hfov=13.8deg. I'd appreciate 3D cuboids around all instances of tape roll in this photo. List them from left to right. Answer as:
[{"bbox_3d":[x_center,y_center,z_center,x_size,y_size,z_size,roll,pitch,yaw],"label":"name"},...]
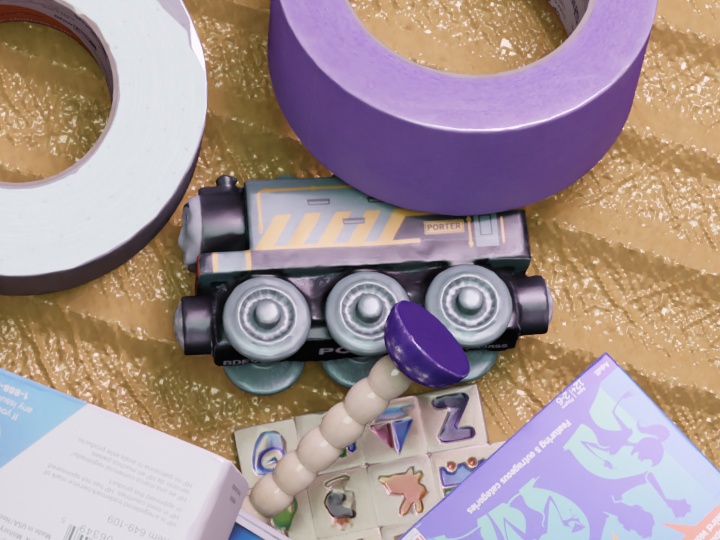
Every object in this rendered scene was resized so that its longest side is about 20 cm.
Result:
[{"bbox_3d":[-0.181,-0.090,1.564,0.200,0.066,0.201,1,81,-6],"label":"tape roll"},{"bbox_3d":[0.052,-0.135,1.551,0.200,0.085,0.200,2,61,-4],"label":"tape roll"}]

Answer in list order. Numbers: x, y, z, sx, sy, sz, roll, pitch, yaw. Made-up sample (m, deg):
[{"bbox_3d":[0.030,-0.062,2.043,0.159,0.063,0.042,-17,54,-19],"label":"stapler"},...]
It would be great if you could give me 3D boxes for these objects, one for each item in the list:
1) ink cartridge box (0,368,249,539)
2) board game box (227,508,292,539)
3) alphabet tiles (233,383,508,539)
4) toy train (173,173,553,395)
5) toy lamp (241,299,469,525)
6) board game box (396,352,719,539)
[{"bbox_3d":[-0.158,0.159,1.366,0.146,0.146,0.200,22,83,5],"label":"ink cartridge box"},{"bbox_3d":[-0.087,0.220,1.489,0.126,0.035,0.200,36,88,-38],"label":"board game box"},{"bbox_3d":[0.046,0.145,1.563,0.200,0.008,0.168,-11,76,-3],"label":"alphabet tiles"},{"bbox_3d":[0.000,0.000,1.563,0.200,0.085,0.114,-3,69,-4],"label":"toy train"},{"bbox_3d":[-0.029,0.099,1.516,0.200,0.058,0.058,-43,87,19],"label":"toy lamp"},{"bbox_3d":[0.138,0.166,1.528,0.152,0.045,0.200,-42,79,-11],"label":"board game box"}]
